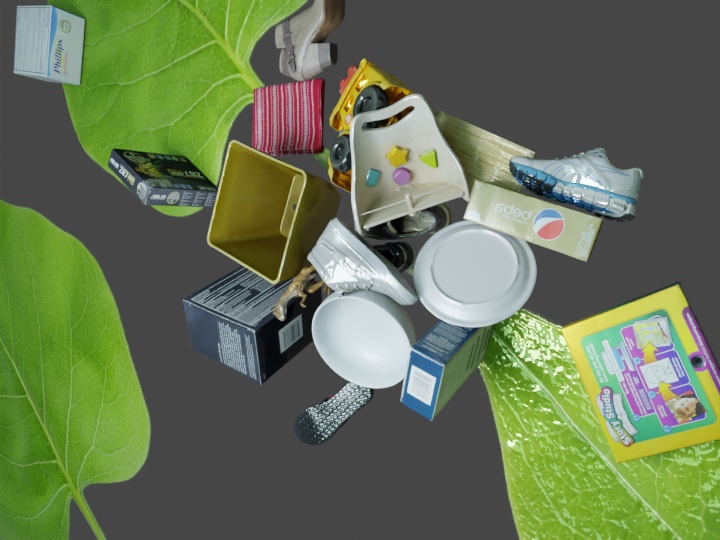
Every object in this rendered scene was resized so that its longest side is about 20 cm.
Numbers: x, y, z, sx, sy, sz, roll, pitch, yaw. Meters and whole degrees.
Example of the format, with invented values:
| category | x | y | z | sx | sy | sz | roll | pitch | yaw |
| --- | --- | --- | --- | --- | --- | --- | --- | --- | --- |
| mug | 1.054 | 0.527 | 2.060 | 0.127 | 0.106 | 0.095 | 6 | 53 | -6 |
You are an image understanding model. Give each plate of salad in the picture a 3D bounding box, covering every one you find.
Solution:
| category | x | y | z | sx | sy | sz | roll | pitch | yaw |
| --- | --- | --- | --- | --- | --- | --- | --- | --- | --- |
| plate of salad | 0.182 | 0.005 | 0.855 | 0.193 | 0.049 | 0.205 | -8 | 55 | 11 |

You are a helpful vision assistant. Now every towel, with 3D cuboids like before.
| category | x | y | z | sx | sy | sz | roll | pitch | yaw |
| --- | --- | --- | --- | --- | --- | --- | --- | --- | --- |
| towel | -0.154 | -0.317 | 1.109 | 0.195 | 0.022 | 0.150 | 5 | 94 | 33 |

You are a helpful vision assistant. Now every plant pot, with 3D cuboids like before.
| category | x | y | z | sx | sy | sz | roll | pitch | yaw |
| --- | --- | --- | --- | --- | --- | --- | --- | --- | --- |
| plant pot | -0.150 | -0.112 | 1.027 | 0.196 | 0.175 | 0.206 | 26 | 106 | 27 |

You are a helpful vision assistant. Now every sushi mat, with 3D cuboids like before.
| category | x | y | z | sx | sy | sz | roll | pitch | yaw |
| --- | --- | --- | --- | --- | --- | --- | --- | --- | --- |
| sushi mat | 0.192 | -0.190 | 0.898 | 0.197 | 0.012 | 0.098 | 33 | 108 | 26 |

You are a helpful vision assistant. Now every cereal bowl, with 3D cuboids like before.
| category | x | y | z | sx | sy | sz | roll | pitch | yaw |
| --- | --- | --- | --- | --- | --- | --- | --- | --- | --- |
| cereal bowl | 0.013 | 0.110 | 0.968 | 0.194 | 0.084 | 0.206 | 13 | 126 | 18 |

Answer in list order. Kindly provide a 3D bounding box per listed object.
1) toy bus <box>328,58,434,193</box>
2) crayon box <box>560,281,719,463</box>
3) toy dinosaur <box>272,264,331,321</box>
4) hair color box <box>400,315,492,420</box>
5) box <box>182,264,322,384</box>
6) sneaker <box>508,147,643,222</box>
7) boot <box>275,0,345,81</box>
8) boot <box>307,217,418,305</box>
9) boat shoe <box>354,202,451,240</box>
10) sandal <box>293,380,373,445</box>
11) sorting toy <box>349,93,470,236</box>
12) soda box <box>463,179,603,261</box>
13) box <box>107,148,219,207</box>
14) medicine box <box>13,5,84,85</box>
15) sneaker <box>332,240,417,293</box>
| category | x | y | z | sx | sy | sz | roll | pitch | yaw |
| --- | --- | --- | --- | --- | --- | --- | --- | --- | --- |
| toy bus | 0.006 | -0.268 | 0.953 | 0.202 | 0.133 | 0.194 | -53 | 49 | 25 |
| crayon box | 0.407 | 0.146 | 0.752 | 0.170 | 0.058 | 0.206 | -27 | 78 | 32 |
| toy dinosaur | -0.093 | 0.008 | 0.974 | 0.104 | 0.201 | 0.062 | -8 | 118 | 39 |
| hair color box | 0.141 | 0.130 | 0.828 | 0.059 | 0.198 | 0.103 | 23 | 121 | 27 |
| box | -0.205 | 0.091 | 1.048 | 0.194 | 0.199 | 0.127 | 18 | 123 | 30 |
| sneaker | 0.321 | -0.145 | 0.792 | 0.196 | 0.075 | 0.089 | 25 | 88 | 24 |
| boot | -0.106 | -0.482 | 1.042 | 0.143 | 0.069 | 0.208 | 10 | 98 | 34 |
| boot | 0.000 | 0.011 | 0.880 | 0.200 | 0.073 | 0.096 | 43 | 102 | 18 |
| boat shoe | 0.064 | -0.093 | 0.954 | 0.195 | 0.064 | 0.076 | -4 | 92 | 34 |
| sandal | -0.050 | 0.284 | 1.069 | 0.198 | 0.045 | 0.076 | -37 | 79 | 13 |
| sorting toy | 0.062 | -0.182 | 0.860 | 0.194 | 0.108 | 0.184 | -17 | 128 | 3 |
| soda box | 0.264 | -0.079 | 0.815 | 0.195 | 0.067 | 0.066 | 24 | 105 | 23 |
| box | -0.436 | -0.205 | 1.192 | 0.161 | 0.198 | 0.050 | 43 | 114 | 23 |
| medicine box | -0.893 | -0.644 | 1.519 | 0.195 | 0.102 | 0.189 | 16 | 101 | 30 |
| sneaker | 0.000 | 0.000 | 0.973 | 0.197 | 0.111 | 0.075 | -30 | 76 | 30 |
